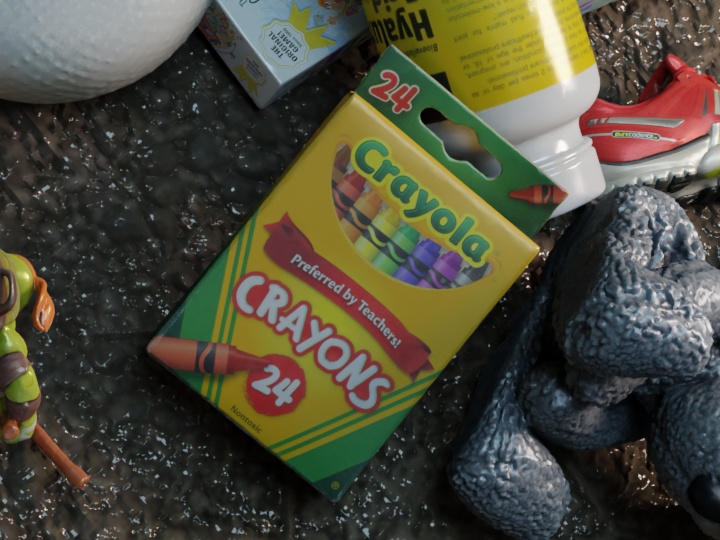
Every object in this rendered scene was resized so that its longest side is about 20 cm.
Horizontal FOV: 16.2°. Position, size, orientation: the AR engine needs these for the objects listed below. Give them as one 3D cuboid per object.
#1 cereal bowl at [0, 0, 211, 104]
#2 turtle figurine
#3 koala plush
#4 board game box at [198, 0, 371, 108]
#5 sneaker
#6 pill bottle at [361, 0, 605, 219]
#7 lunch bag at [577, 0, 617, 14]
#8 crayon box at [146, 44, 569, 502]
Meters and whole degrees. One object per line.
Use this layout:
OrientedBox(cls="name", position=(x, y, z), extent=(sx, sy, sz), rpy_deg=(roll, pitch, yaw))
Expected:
OrientedBox(cls="cereal bowl", position=(-0.164, -0.191, 1.300), extent=(0.199, 0.083, 0.202), rpy_deg=(1, 80, -8))
OrientedBox(cls="turtle figurine", position=(-0.193, 0.019, 1.205), extent=(0.161, 0.064, 0.201), rpy_deg=(-15, 81, -65))
OrientedBox(cls="koala plush", position=(0.179, 0.068, 1.337), extent=(0.199, 0.178, 0.184), rpy_deg=(32, 36, -6))
OrientedBox(cls="board game box", position=(-0.062, -0.206, 1.404), extent=(0.134, 0.034, 0.200), rpy_deg=(-36, 87, -31))
OrientedBox(cls="sneaker", position=(0.204, -0.090, 1.465), extent=(0.199, 0.077, 0.085), rpy_deg=(-14, 71, -29))
OrientedBox(cls="pill bottle", position=(0.064, -0.126, 1.351), extent=(0.111, 0.111, 0.201), rpy_deg=(-24, 100, -30))
OrientedBox(cls="lunch bag", position=(0.109, -0.253, 1.456), extent=(0.170, 0.122, 0.201), rpy_deg=(-23, 80, -38))
OrientedBox(cls="crayon box", position=(0.000, 0.000, 1.289), extent=(0.127, 0.051, 0.200), rpy_deg=(38, 93, -5))
